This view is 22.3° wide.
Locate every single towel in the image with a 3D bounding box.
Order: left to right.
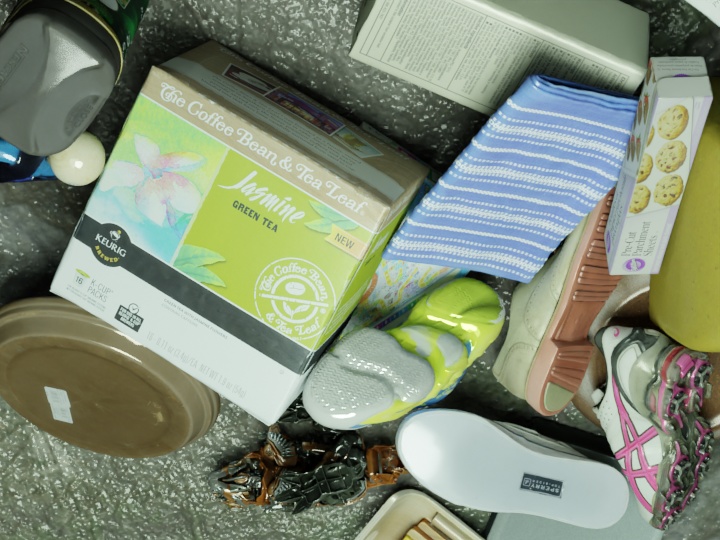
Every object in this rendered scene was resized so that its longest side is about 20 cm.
[{"bbox_3d":[0.123,-0.062,1.325,0.144,0.024,0.200,8,137,-35],"label":"towel"}]

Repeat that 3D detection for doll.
[{"bbox_3d":[-0.258,-0.083,1.343,0.199,0.136,0.049,-1,86,42],"label":"doll"}]

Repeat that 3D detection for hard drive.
[{"bbox_3d":[0.176,0.231,1.551,0.139,0.033,0.201,17,114,-6],"label":"hard drive"}]

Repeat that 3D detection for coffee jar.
[{"bbox_3d":[-0.208,-0.159,1.283,0.085,0.200,0.104,35,112,-14],"label":"coffee jar"}]

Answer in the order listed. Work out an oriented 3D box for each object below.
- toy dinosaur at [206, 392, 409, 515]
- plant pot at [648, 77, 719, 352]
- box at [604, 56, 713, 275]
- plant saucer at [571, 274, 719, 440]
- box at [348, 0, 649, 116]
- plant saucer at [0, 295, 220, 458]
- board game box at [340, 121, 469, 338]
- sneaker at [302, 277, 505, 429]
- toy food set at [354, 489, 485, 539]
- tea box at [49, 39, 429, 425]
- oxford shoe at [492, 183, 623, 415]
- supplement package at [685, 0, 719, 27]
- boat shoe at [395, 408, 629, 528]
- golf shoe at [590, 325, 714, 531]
[{"bbox_3d":[-0.027,0.152,1.487,0.199,0.136,0.103,-28,68,-2],"label":"toy dinosaur"},{"bbox_3d":[0.318,-0.032,1.311,0.193,0.200,0.197,-1,102,1],"label":"plant pot"},{"bbox_3d":[0.209,-0.071,1.296,0.041,0.039,0.201,0,143,-5],"label":"box"},{"bbox_3d":[0.255,0.065,1.469,0.199,0.037,0.202,1,116,2],"label":"plant saucer"},{"bbox_3d":[0.102,-0.171,1.326,0.199,0.078,0.095,23,132,-10],"label":"box"},{"bbox_3d":[-0.209,0.091,1.445,0.199,0.030,0.201,12,145,8],"label":"plant saucer"},{"bbox_3d":[0.000,0.000,1.445,0.134,0.034,0.200,33,112,-13],"label":"board game box"},{"bbox_3d":[0.030,0.086,1.390,0.076,0.199,0.105,46,142,22],"label":"sneaker"},{"bbox_3d":[0.068,0.294,1.539,0.200,0.060,0.144,38,117,3],"label":"toy food set"},{"bbox_3d":[-0.088,-0.032,1.351,0.199,0.134,0.197,30,110,6],"label":"tea box"},{"bbox_3d":[0.155,0.008,1.427,0.071,0.074,0.201,13,101,-51],"label":"oxford shoe"},{"bbox_3d":[0.217,-0.313,1.229,0.199,0.147,0.192,32,112,-14],"label":"supplement package"},{"bbox_3d":[0.115,0.158,1.457,0.199,0.065,0.074,23,91,-15],"label":"boat shoe"},{"bbox_3d":[0.228,0.121,1.445,0.092,0.073,0.201,27,141,34],"label":"golf shoe"}]
